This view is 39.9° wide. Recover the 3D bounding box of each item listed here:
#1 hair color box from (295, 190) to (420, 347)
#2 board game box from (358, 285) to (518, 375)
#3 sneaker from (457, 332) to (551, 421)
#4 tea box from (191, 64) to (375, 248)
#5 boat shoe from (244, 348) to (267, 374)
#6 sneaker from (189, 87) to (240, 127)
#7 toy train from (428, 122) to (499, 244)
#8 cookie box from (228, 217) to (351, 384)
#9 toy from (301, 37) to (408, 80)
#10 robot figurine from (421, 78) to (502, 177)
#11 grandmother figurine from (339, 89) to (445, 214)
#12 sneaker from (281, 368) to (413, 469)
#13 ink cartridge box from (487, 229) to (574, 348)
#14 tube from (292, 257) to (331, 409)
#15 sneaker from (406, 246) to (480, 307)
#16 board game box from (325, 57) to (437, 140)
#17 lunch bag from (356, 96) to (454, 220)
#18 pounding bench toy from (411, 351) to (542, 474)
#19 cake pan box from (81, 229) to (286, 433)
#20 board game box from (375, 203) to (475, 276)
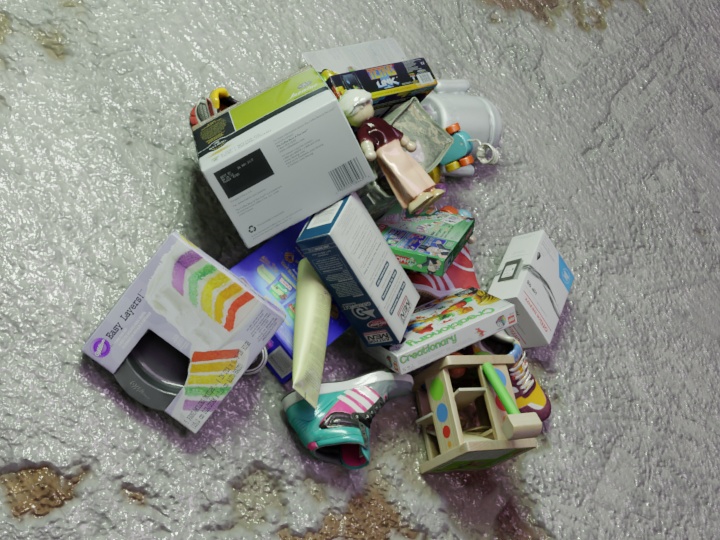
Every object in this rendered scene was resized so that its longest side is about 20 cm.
[{"bbox_3d":[0.000,0.000,1.357,0.200,0.060,0.100,57,40,-28],"label":"hair color box"},{"bbox_3d":[0.112,0.084,1.445,0.200,0.126,0.035,-22,111,-20],"label":"board game box"},{"bbox_3d":[0.232,0.158,1.536,0.200,0.090,0.075,40,51,-7],"label":"sneaker"},{"bbox_3d":[-0.111,-0.163,1.366,0.134,0.200,0.197,62,1,-29],"label":"tea box"},{"bbox_3d":[-0.208,0.070,1.318,0.200,0.064,0.071,37,80,-4],"label":"boat shoe"},{"bbox_3d":[-0.162,-0.196,1.493,0.200,0.082,0.078,34,52,-12],"label":"sneaker"},{"bbox_3d":[0.159,-0.144,1.616,0.150,0.200,0.056,36,37,21],"label":"toy train"},{"bbox_3d":[-0.085,0.033,1.419,0.171,0.075,0.200,51,51,0],"label":"cookie box"},{"bbox_3d":[0.001,-0.329,1.685,0.200,0.047,0.115,-17,69,-37],"label":"toy"},{"bbox_3d":[0.161,-0.243,1.697,0.200,0.113,0.170,-5,95,-33],"label":"robot figurine"},{"bbox_3d":[0.035,-0.174,1.408,0.200,0.061,0.121,55,24,8],"label":"grandmother figurine"},{"bbox_3d":[0.000,0.209,1.368,0.200,0.084,0.121,-9,65,-27],"label":"sneaker"},{"bbox_3d":[0.272,0.046,1.615,0.116,0.067,0.200,52,47,-27],"label":"ink cartridge box"},{"bbox_3d":[-0.067,0.078,1.325,0.058,0.052,0.200,16,59,-24],"label":"tube"},{"bbox_3d":[0.102,0.000,1.555,0.200,0.071,0.113,6,66,-38],"label":"sneaker"},{"bbox_3d":[0.000,-0.258,1.571,0.200,0.165,0.057,-20,78,-38],"label":"board game box"},{"bbox_3d":[0.023,-0.148,1.527,0.118,0.164,0.200,45,50,-9],"label":"lunch bag"},{"bbox_3d":[0.172,0.186,1.414,0.124,0.200,0.156,3,65,-30],"label":"pounding bench toy"},{"bbox_3d":[-0.225,0.080,1.260,0.184,0.052,0.200,39,92,-7],"label":"cake pan box"},{"bbox_3d":[0.088,-0.051,1.511,0.134,0.029,0.200,13,24,16],"label":"board game box"}]
